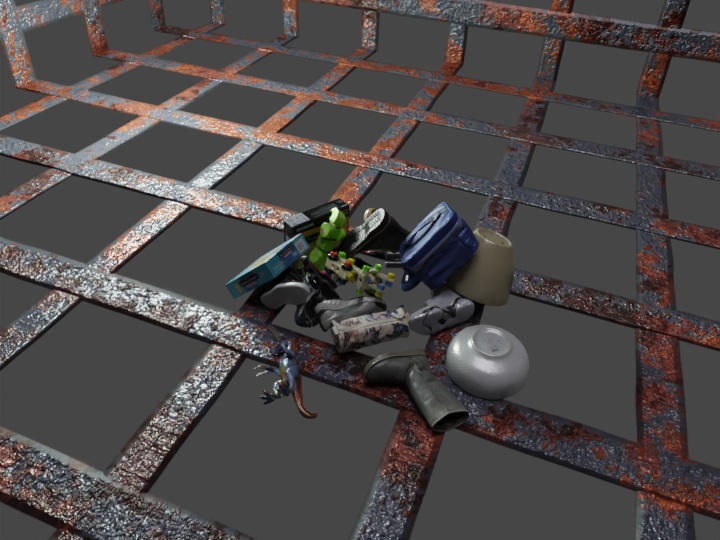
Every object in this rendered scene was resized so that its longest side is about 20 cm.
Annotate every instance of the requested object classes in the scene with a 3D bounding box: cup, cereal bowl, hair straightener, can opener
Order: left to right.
[{"bbox_3d":[-0.096,0.028,1.447,0.040,0.201,0.079,-18,56,8],"label":"hair straightener"},{"bbox_3d":[0.163,-0.033,1.716,0.193,0.055,0.067,-1,4,-4],"label":"can opener"},{"bbox_3d":[0.326,-0.024,1.574,0.195,0.147,0.202,18,24,-8],"label":"cup"},{"bbox_3d":[0.297,0.194,1.384,0.193,0.085,0.203,2,36,-2],"label":"cereal bowl"}]

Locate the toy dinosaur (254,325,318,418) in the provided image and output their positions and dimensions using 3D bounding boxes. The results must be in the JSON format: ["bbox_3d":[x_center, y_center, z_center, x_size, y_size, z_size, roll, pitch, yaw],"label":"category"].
[{"bbox_3d":[-0.167,0.229,1.346,0.200,0.105,0.182,45,26,-6],"label":"toy dinosaur"}]

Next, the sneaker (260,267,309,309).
[{"bbox_3d":[-0.174,0.031,1.488,0.198,0.071,0.101,-17,37,52],"label":"sneaker"}]

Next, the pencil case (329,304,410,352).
[{"bbox_3d":[0.022,0.140,1.430,0.194,0.091,0.079,-10,56,-17],"label":"pencil case"}]

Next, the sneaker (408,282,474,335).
[{"bbox_3d":[0.185,0.093,1.521,0.195,0.077,0.115,-12,38,-27],"label":"sneaker"}]

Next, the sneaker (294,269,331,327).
[{"bbox_3d":[-0.136,0.078,1.534,0.084,0.079,0.202,-5,31,21],"label":"sneaker"}]

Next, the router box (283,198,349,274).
[{"bbox_3d":[-0.121,-0.094,1.672,0.197,0.161,0.052,-26,44,-32],"label":"router box"}]

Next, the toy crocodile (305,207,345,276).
[{"bbox_3d":[-0.096,-0.069,1.619,0.066,0.205,0.061,11,17,-45],"label":"toy crocodile"}]

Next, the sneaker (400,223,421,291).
[{"bbox_3d":[0.150,-0.037,1.630,0.073,0.082,0.204,-9,48,57],"label":"sneaker"}]

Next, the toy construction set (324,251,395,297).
[{"bbox_3d":[-0.017,0.005,1.520,0.129,0.095,0.197,4,6,-41],"label":"toy construction set"}]

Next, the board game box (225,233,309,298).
[{"bbox_3d":[-0.241,-0.010,1.547,0.197,0.048,0.151,-24,14,44],"label":"board game box"}]

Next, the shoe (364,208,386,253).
[{"bbox_3d":[0.035,-0.106,1.685,0.052,0.201,0.072,6,63,19],"label":"shoe"}]

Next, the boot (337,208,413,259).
[{"bbox_3d":[0.042,-0.064,1.606,0.137,0.198,0.079,29,46,-32],"label":"boot"}]

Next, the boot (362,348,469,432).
[{"bbox_3d":[0.117,0.266,1.301,0.176,0.074,0.202,-12,46,-16],"label":"boot"}]

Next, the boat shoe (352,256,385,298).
[{"bbox_3d":[0.000,0.000,1.637,0.070,0.062,0.201,-20,43,-28],"label":"boat shoe"}]

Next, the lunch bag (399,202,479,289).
[{"bbox_3d":[0.184,-0.063,1.513,0.132,0.200,0.136,43,12,-17],"label":"lunch bag"}]

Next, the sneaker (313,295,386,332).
[{"bbox_3d":[-0.022,0.110,1.497,0.194,0.074,0.082,-6,76,-27],"label":"sneaker"}]
